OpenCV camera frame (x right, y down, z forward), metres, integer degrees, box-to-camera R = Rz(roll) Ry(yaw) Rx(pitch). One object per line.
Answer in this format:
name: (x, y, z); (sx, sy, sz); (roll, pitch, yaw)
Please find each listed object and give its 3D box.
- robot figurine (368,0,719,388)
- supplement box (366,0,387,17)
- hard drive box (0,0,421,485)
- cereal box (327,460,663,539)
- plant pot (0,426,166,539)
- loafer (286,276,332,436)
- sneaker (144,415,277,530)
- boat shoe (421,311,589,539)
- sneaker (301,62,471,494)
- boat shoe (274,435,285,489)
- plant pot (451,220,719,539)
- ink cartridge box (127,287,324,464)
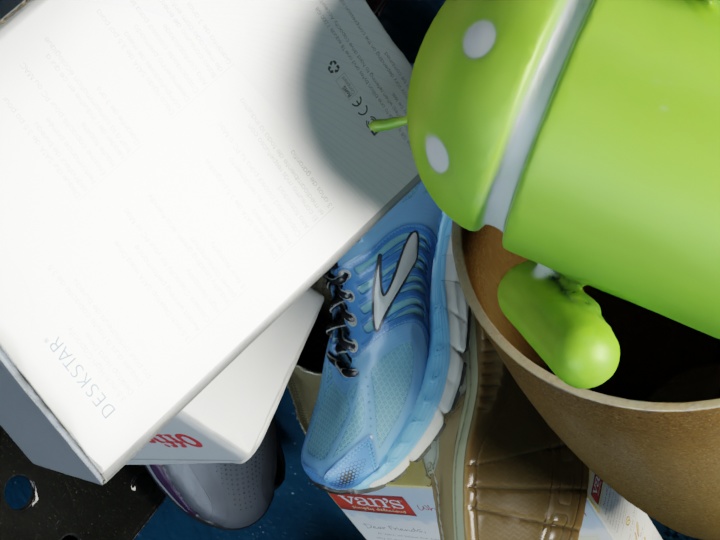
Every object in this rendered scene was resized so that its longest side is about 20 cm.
robot figurine: (0.106, -0.048, 0.813); (0.200, 0.116, 0.176); (23, 108, 7)
supplement box: (-0.103, -0.127, 0.968); (0.200, 0.110, 0.086); (37, 137, -10)
hard drive box: (-0.085, -0.046, 0.841); (0.156, 0.200, 0.077); (55, 157, -20)
cereal box: (0.082, 0.143, 1.143); (0.144, 0.040, 0.200); (1, 147, 27)
plant pot: (-0.220, 0.112, 1.159); (0.177, 0.200, 0.200); (-4, 130, 50)
loafer: (-0.011, 0.035, 1.105); (0.076, 0.068, 0.200); (11, 134, 18)
sneaker: (-0.075, 0.040, 1.082); (0.087, 0.074, 0.201); (15, 122, 61)
boat shoe: (0.059, 0.063, 1.032); (0.074, 0.201, 0.066); (10, 165, -32)
sneaker: (0.000, 0.000, 0.988); (0.090, 0.201, 0.078); (10, -175, -31)
boat shoe: (-0.096, 0.053, 1.165); (0.062, 0.075, 0.200); (-7, 132, 25)
plant pot: (0.148, 0.031, 0.959); (0.186, 0.187, 0.200); (8, 147, 20)
ink cartridge box: (-0.138, -0.001, 0.945); (0.200, 0.084, 0.146); (36, 158, -27)
